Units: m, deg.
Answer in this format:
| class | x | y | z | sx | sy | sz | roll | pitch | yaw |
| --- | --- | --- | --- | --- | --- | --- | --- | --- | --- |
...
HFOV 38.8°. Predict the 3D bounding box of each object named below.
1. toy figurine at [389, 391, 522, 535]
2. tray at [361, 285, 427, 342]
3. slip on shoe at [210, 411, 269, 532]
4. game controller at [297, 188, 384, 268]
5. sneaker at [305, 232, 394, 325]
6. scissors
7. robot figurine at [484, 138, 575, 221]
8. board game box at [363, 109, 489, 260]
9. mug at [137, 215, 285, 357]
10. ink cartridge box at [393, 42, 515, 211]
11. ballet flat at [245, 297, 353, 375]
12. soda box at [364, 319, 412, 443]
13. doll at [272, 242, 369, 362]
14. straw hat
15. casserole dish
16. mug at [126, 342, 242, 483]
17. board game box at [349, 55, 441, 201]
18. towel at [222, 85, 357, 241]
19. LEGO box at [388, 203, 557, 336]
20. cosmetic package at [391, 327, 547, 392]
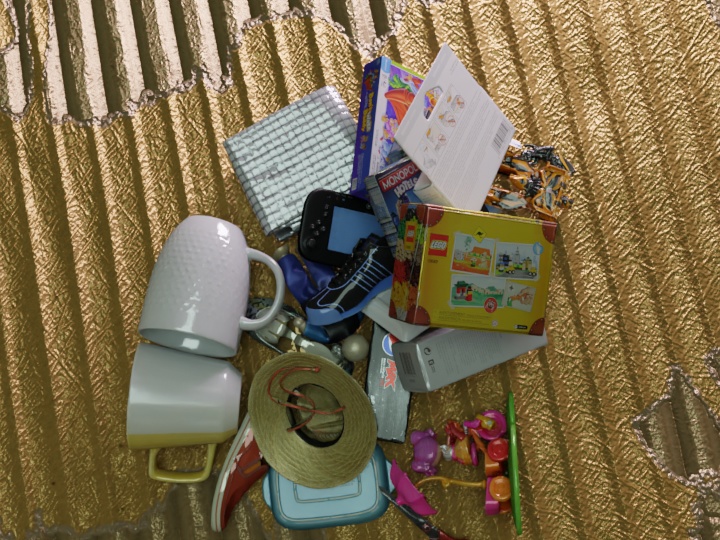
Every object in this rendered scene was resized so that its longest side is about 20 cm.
| class | x | y | z | sx | sy | sz | roll | pitch | yaw |
| --- | --- | --- | --- | --- | --- | --- | --- | --- | --- |
| toy figurine | 0.131 | 0.270 | 1.437 | 0.181 | 0.151 | 0.203 | -3 | 60 | 9 |
| tray | 0.102 | 0.021 | 1.455 | 0.199 | 0.022 | 0.107 | -33 | 46 | -25 |
| slip on shoe | -0.164 | 0.283 | 1.473 | 0.060 | 0.074 | 0.203 | 23 | 79 | 3 |
| game controller | 0.002 | -0.051 | 1.480 | 0.197 | 0.042 | 0.106 | 12 | 93 | -27 |
| sneaker | 0.000 | 0.000 | 1.430 | 0.198 | 0.070 | 0.079 | -31 | 116 | -23 |
| scissors | 0.108 | 0.371 | 1.460 | 0.073 | 0.014 | 0.201 | -35 | 91 | 2 |
| robot figurine | 0.222 | -0.130 | 1.514 | 0.197 | 0.058 | 0.147 | 17 | 84 | 5 |
| board game box | 0.082 | -0.108 | 1.415 | 0.199 | 0.061 | 0.203 | -28 | 97 | -43 |
| mug | -0.205 | 0.023 | 1.468 | 0.196 | 0.148 | 0.178 | 8 | 74 | 9 |
| ink cartridge box | 0.121 | -0.180 | 1.398 | 0.174 | 0.043 | 0.202 | 45 | 53 | -24 |
| ballet flat | -0.096 | 0.097 | 1.494 | 0.198 | 0.072 | 0.073 | 31 | 85 | 7 |
| soda box | 0.044 | 0.145 | 1.483 | 0.069 | 0.063 | 0.204 | 7 | 83 | 2 |
| doll | -0.046 | 0.043 | 1.485 | 0.135 | 0.049 | 0.201 | -23 | 69 | -24 |
| straw hat | -0.058 | 0.198 | 1.449 | 0.197 | 0.085 | 0.205 | 4 | 104 | 14 |
| casserole dish | -0.047 | 0.310 | 1.478 | 0.196 | 0.039 | 0.123 | -7 | 82 | 1 |
| mug | -0.249 | 0.196 | 1.471 | 0.150 | 0.188 | 0.151 | 4 | 48 | -5 |
| board game box | 0.059 | -0.191 | 1.486 | 0.133 | 0.044 | 0.204 | 18 | 70 | -35 |
| towel | -0.085 | -0.156 | 1.522 | 0.198 | 0.086 | 0.167 | -30 | 84 | -3 |
| LEGO box | 0.146 | -0.001 | 1.325 | 0.197 | 0.077 | 0.152 | 7 | 92 | -23 |
| cosmetic package | 0.152 | 0.103 | 1.431 | 0.197 | 0.101 | 0.075 | -18 | 92 | -19 |
